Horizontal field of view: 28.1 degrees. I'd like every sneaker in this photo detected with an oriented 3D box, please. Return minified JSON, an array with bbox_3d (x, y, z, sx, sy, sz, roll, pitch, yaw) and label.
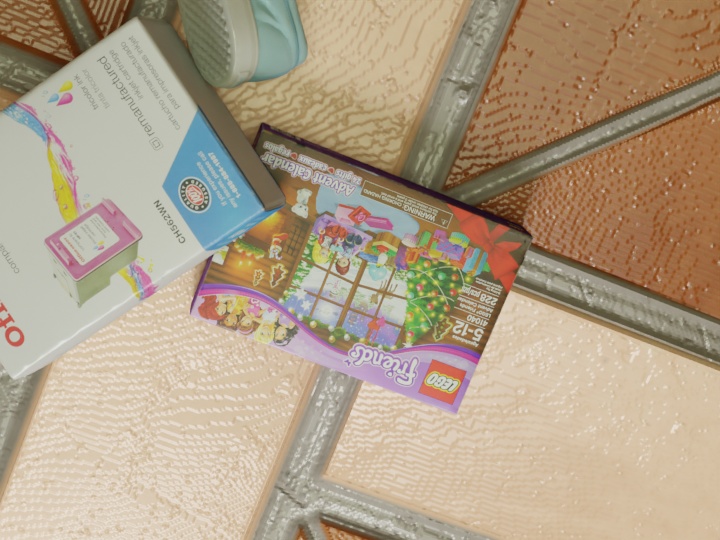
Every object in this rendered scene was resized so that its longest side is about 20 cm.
[{"bbox_3d":[-0.079,-0.218,0.923,0.082,0.074,0.201,-13,97,-40],"label":"sneaker"}]

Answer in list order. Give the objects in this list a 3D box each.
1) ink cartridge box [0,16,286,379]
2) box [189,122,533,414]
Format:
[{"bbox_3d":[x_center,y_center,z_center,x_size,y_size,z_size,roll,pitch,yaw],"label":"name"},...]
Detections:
[{"bbox_3d":[-0.172,-0.045,0.915,0.200,0.085,0.145,-33,93,10],"label":"ink cartridge box"},{"bbox_3d":[0.000,0.000,0.983,0.200,0.039,0.137,21,100,-9],"label":"box"}]
